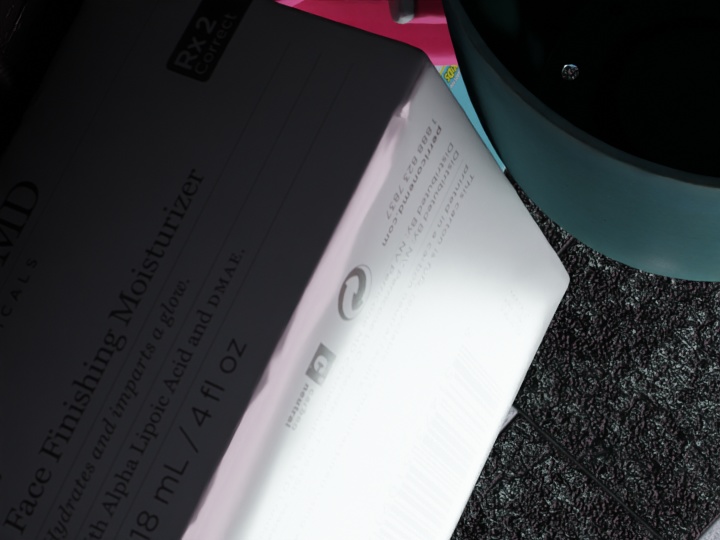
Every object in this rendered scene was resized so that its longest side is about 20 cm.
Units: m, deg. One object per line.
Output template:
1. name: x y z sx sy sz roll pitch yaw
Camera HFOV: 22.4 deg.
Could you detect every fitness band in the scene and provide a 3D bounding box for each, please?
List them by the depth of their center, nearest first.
1. fitness band: 0.041 -0.111 0.770 0.143 0.198 0.038 169 -81 -69

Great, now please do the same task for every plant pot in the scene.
1. plant pot: 0.121 -0.088 0.612 0.161 0.199 0.202 82 33 -69

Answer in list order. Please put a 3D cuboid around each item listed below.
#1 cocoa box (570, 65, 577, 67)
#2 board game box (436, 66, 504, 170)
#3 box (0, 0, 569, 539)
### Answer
1. cocoa box: 0.116 -0.183 0.914 0.131 0.198 0.135 35 72 -61
2. board game box: 0.032 -0.171 1.036 0.047 0.200 0.152 -6 -128 41
3. box: -0.041 0.034 0.635 0.200 0.130 0.200 -64 153 -11
